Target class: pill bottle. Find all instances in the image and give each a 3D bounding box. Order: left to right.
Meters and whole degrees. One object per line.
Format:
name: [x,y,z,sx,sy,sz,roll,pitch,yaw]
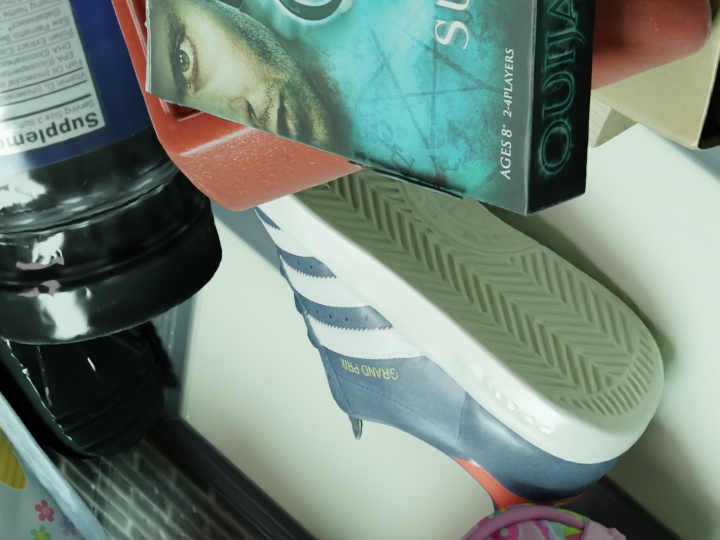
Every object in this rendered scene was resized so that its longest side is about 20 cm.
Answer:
pill bottle: [-0.111,-0.083,0.907,0.112,0.112,0.200,13,127,46]

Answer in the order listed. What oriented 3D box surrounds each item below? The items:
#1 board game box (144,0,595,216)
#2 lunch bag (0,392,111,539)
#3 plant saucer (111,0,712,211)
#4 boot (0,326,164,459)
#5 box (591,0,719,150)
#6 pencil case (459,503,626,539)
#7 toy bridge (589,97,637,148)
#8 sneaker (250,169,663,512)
board game box: [0.000,-0.125,0.680,0.135,0.028,0.200,19,117,39]
lunch bag: [-0.213,0.083,1.047,0.169,0.127,0.200,-20,105,52]
plant saucer: [-0.018,-0.126,0.745,0.199,0.037,0.200,-17,92,47]
boot: [-0.168,-0.002,1.081,0.162,0.073,0.198,-7,115,53]
box: [0.034,-0.142,0.731,0.200,0.021,0.164,31,126,34]
pencil case: [0.034,0.137,0.901,0.087,0.087,0.200,53,156,8]
toy bridge: [0.076,-0.065,0.760,0.200,0.027,0.067,45,142,19]
sneaker: [0.000,0.000,0.864,0.200,0.075,0.085,47,140,15]
